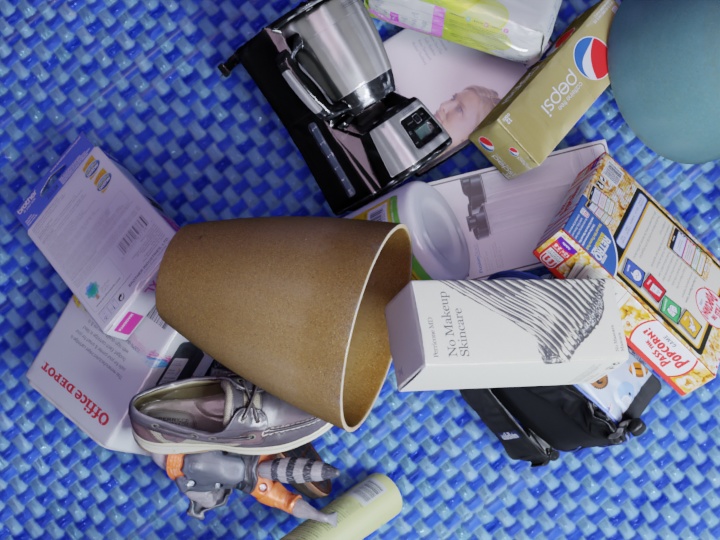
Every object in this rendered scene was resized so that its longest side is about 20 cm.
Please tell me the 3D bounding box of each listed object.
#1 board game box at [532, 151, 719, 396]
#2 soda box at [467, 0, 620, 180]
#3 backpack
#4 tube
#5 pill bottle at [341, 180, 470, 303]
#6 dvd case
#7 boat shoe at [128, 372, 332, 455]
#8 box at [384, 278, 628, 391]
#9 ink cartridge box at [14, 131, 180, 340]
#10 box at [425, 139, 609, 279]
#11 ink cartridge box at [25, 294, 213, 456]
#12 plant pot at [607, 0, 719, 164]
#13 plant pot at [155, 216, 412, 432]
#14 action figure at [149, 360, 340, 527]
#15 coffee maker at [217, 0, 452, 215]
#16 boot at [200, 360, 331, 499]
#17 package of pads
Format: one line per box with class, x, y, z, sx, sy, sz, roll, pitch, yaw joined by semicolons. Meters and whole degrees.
board game box;0.273;0.000;1.125;0.200;0.152;0.046;43;134;-4
soda box;0.200;-0.185;1.182;0.064;0.068;0.200;45;69;-9
backpack;0.186;0.083;1.161;0.190;0.200;0.155;36;64;-7
tube;-0.041;0.271;1.173;0.199;0.058;0.052;-26;64;-41
pill bottle;0.000;0.000;1.174;0.199;0.111;0.112;-26;89;27
dvd case;0.108;-0.212;1.245;0.199;0.018;0.143;-32;89;0
boat shoe;-0.118;0.130;1.084;0.198;0.065;0.072;-4;64;0
box;0.127;0.055;1.016;0.199;0.068;0.083;-1;67;-22
ink cartridge box;-0.258;-0.039;1.168;0.120;0.042;0.200;-50;59;6
box;0.169;-0.056;1.222;0.199;0.060;0.118;-13;90;1
ink cartridge box;-0.227;0.066;1.189;0.145;0.083;0.201;32;91;32
plant pot;0.364;-0.214;1.147;0.199;0.135;0.202;2;85;-24
plant pot;-0.074;0.026;1.048;0.199;0.186;0.188;15;90;16
action figure;-0.114;0.160;1.138;0.192;0.105;0.202;3;97;-2
coffee maker;-0.023;-0.170;1.189;0.134;0.192;0.201;-34;99;-21
boot;-0.126;0.187;1.232;0.200;0.075;0.097;44;108;1
package of pads;0.112;-0.307;1.191;0.199;0.068;0.155;18;69;7
